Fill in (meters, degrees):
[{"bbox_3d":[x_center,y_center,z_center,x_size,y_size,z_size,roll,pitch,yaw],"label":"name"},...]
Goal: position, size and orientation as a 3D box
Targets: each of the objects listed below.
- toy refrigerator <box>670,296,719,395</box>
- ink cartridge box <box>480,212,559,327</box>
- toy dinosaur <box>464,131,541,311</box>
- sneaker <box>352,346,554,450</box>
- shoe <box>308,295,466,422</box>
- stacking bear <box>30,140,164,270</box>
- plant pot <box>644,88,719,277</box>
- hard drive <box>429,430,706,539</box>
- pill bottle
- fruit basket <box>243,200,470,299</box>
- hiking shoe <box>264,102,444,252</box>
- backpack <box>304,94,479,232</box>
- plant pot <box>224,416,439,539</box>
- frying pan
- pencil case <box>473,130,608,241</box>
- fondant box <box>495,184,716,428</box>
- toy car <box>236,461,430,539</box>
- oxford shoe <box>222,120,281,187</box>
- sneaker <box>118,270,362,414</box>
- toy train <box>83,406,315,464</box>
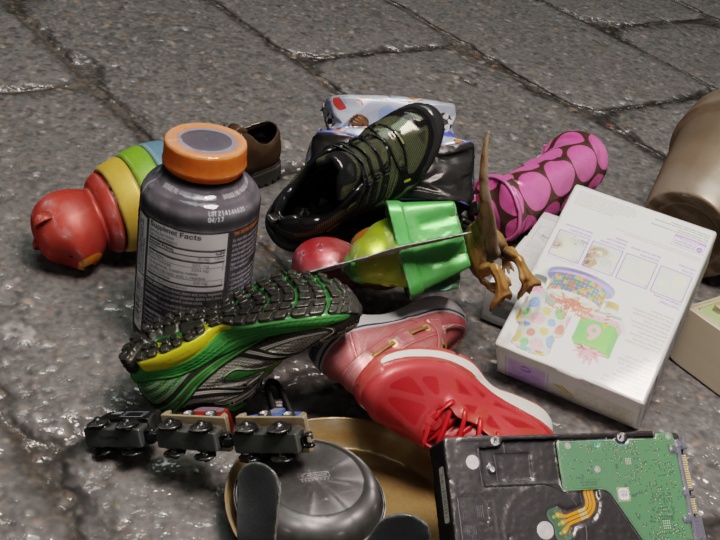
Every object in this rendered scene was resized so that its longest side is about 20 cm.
[{"bbox_3d":[0.417,0.059,1.134,0.199,0.070,0.076,-13,38,-32],"label":"toy refrigerator"},{"bbox_3d":[0.235,0.018,1.172,0.162,0.057,0.200,21,28,17],"label":"ink cartridge box"},{"bbox_3d":[0.113,-0.024,1.002,0.060,0.200,0.106,-30,70,-12],"label":"toy dinosaur"},{"bbox_3d":[0.094,0.131,0.857,0.199,0.079,0.116,19,20,-27],"label":"sneaker"},{"bbox_3d":[0.049,0.081,0.978,0.200,0.072,0.091,-5,42,-51],"label":"shoe"},{"bbox_3d":[-0.230,-0.063,1.108,0.199,0.121,0.114,-23,83,-25],"label":"stacking bear"},{"bbox_3d":[0.422,-0.085,1.288,0.200,0.200,0.173,29,53,29],"label":"plant pot"},{"bbox_3d":[0.153,0.189,0.801,0.199,0.038,0.140,0,69,-18],"label":"hard drive"},{"bbox_3d":[-0.144,-0.027,0.981,0.106,0.201,0.106,8,31,-5],"label":"pill bottle"},{"bbox_3d":[0.000,0.000,1.018,0.199,0.094,0.185,-21,-2,-1],"label":"fruit basket"},{"bbox_3d":[0.000,-0.088,1.023,0.076,0.200,0.101,51,-5,2],"label":"hiking shoe"},{"bbox_3d":[0.021,-0.104,1.177,0.199,0.155,0.191,8,-11,-8],"label":"backpack"},{"bbox_3d":[-0.005,0.185,0.843,0.199,0.028,0.200,8,30,-5],"label":"plant pot"},{"bbox_3d":[-0.032,0.144,0.854,0.114,0.031,0.190,11,34,0],"label":"frying pan"},{"bbox_3d":[0.209,-0.103,1.325,0.094,0.091,0.200,30,38,30],"label":"pencil case"},{"bbox_3d":[0.233,0.029,1.053,0.144,0.058,0.200,22,62,19],"label":"fondant box"},{"bbox_3d":[-0.031,0.197,0.645,0.164,0.201,0.158,14,31,7],"label":"toy car"},{"bbox_3d":[-0.164,-0.126,1.254,0.073,0.085,0.200,27,36,23],"label":"oxford shoe"},{"bbox_3d":[-0.091,0.062,0.911,0.199,0.085,0.078,-19,27,10],"label":"sneaker"},{"bbox_3d":[-0.121,0.124,0.846,0.199,0.034,0.046,-2,16,25],"label":"toy train"}]
